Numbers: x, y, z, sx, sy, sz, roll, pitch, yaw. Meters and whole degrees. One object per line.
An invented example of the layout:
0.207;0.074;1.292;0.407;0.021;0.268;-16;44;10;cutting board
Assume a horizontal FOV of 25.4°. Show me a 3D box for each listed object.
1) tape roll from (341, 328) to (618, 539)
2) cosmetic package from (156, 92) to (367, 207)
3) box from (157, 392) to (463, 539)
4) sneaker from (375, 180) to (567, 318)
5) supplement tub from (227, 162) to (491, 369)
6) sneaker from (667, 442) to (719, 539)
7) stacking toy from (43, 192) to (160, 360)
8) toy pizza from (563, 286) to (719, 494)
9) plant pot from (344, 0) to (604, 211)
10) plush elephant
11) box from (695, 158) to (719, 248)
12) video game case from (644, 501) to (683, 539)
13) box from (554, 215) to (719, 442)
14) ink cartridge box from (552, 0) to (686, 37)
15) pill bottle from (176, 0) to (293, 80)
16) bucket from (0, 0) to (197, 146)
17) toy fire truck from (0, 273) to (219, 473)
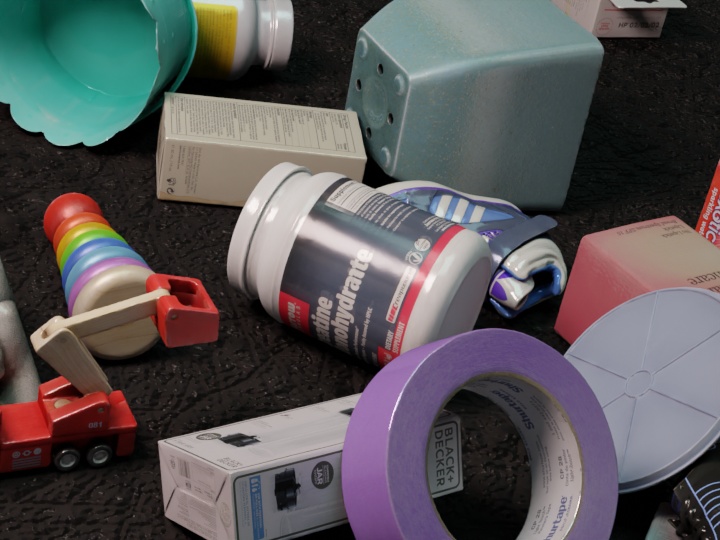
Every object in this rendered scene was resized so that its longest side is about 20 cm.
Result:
0.087;0.145;1.142;0.199;0.066;0.202;8;74;-29;tape roll
-0.101;-0.116;1.589;0.199;0.073;0.104;6;32;-10;cosmetic package
-0.035;0.144;1.181;0.199;0.061;0.116;-11;13;-33;box
0.098;-0.015;1.493;0.199;0.081;0.147;3;29;-25;sneaker
0.000;0.000;1.381;0.199;0.141;0.140;24;34;18;supplement tub
0.269;0.198;1.201;0.077;0.071;0.200;9;28;9;sneaker
-0.232;-0.007;1.379;0.085;0.086;0.200;-5;30;-25;stacking toy
0.234;0.100;1.305;0.032;0.200;0.201;44;16;-32;toy pizza
0.098;-0.182;1.646;0.199;0.197;0.197;-8;37;-28;plant pot
-0.344;0.028;1.216;0.154;0.201;0.165;-18;47;-12;plush elephant
0.389;-0.043;1.525;0.095;0.201;0.100;-16;42;-40;box
0.293;0.265;1.182;0.199;0.023;0.182;22;33;13;video game case
0.291;0.053;1.428;0.127;0.110;0.200;-12;39;-35;box
0.332;-0.365;2.132;0.114;0.068;0.200;-4;35;-24;ink cartridge box
-0.179;-0.268;1.763;0.199;0.113;0.112;3;33;-15;pill bottle
-0.270;-0.240;1.613;0.206;0.208;0.135;17;26;8;bucket
-0.211;0.079;1.184;0.199;0.142;0.049;-5;36;-26;toy fire truck
